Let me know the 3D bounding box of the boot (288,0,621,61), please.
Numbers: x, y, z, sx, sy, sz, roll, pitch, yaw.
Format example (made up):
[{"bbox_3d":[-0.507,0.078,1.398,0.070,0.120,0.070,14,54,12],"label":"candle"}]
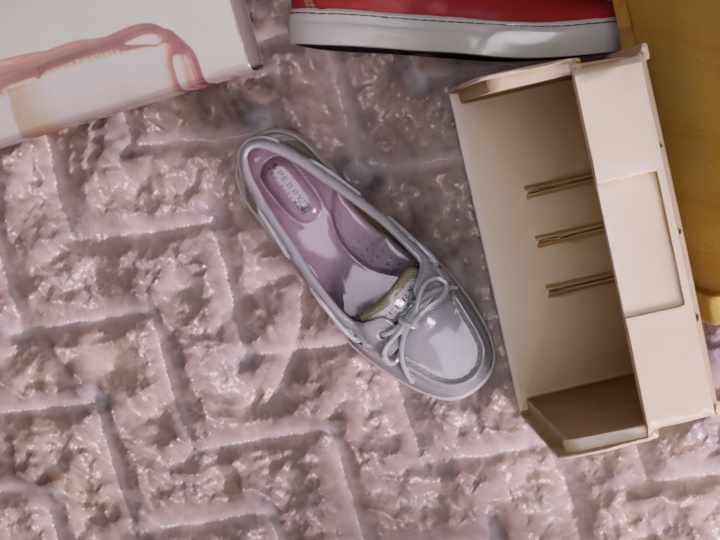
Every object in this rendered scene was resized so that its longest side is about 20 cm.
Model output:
[{"bbox_3d":[0.060,-0.194,1.098,0.198,0.072,0.146,6,93,8],"label":"boot"}]

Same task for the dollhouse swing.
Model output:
[{"bbox_3d":[0.239,-0.085,1.009,0.181,0.175,0.202,-18,100,-29],"label":"dollhouse swing"}]

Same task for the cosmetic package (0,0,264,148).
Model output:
[{"bbox_3d":[-0.164,-0.129,1.098,0.199,0.103,0.088,-17,95,5],"label":"cosmetic package"}]

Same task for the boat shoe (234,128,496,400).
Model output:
[{"bbox_3d":[0.001,-0.002,1.119,0.074,0.065,0.202,-40,92,5],"label":"boat shoe"}]

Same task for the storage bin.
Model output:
[{"bbox_3d":[0.121,-0.014,1.048,0.093,0.199,0.202,-12,93,-1],"label":"storage bin"}]
